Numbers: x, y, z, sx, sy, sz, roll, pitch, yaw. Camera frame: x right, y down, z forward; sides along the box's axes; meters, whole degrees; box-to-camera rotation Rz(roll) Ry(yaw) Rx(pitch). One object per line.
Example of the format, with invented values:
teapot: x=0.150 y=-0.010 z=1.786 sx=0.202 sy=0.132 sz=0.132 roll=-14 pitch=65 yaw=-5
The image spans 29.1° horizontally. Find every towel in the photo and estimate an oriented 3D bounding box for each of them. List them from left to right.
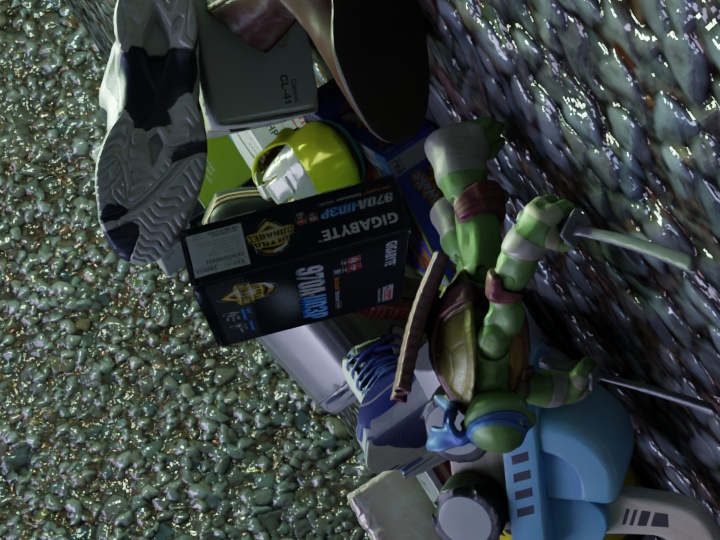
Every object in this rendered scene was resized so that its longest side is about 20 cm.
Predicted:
towel: x=0.107 y=0.260 z=1.374 sx=0.201 sy=0.190 sz=0.032 roll=57 pitch=150 yaw=4

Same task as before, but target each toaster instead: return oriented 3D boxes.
toaster: x=-0.014 y=0.039 z=1.278 sx=0.129 sy=0.200 sz=0.114 roll=50 pitch=135 yaw=0

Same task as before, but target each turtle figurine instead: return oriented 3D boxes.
turtle figurine: x=0.110 y=0.007 z=0.806 sx=0.144 sy=0.199 sz=0.195 roll=31 pitch=-146 yaw=-43

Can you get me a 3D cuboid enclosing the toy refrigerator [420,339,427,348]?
toy refrigerator: x=0.129 y=0.131 z=1.166 sx=0.201 sy=0.070 sz=0.076 roll=56 pitch=171 yaw=1

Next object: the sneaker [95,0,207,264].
sneaker: x=-0.154 y=-0.100 z=1.020 sx=0.130 sy=0.079 sz=0.201 roll=134 pitch=132 yaw=-81

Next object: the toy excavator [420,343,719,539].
toy excavator: x=0.153 y=0.142 z=0.887 sx=0.100 sy=0.198 sz=0.196 roll=-45 pitch=-49 yaw=-59

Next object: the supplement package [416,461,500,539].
supplement package: x=0.112 y=0.181 z=1.292 sx=0.201 sy=0.113 sz=0.110 roll=57 pitch=173 yaw=-6

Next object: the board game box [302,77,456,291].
board game box: x=0.028 y=-0.068 z=1.088 sx=0.135 sy=0.045 sz=0.200 roll=61 pitch=171 yaw=-26

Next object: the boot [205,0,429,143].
boot: x=-0.040 y=-0.162 z=0.926 sx=0.200 sy=0.064 sz=0.188 roll=-9 pitch=101 yaw=64

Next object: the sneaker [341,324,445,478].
sneaker: x=0.021 y=0.101 z=1.140 sx=0.116 sy=0.080 sz=0.199 roll=58 pitch=-178 yaw=19

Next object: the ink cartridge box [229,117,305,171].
ink cartridge box: x=-0.092 y=-0.156 z=1.368 sx=0.117 sy=0.068 sz=0.200 roll=56 pitch=171 yaw=1

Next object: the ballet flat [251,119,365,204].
ballet flat: x=-0.049 y=-0.078 z=1.100 sx=0.067 sy=0.067 sz=0.200 roll=59 pitch=171 yaw=-12

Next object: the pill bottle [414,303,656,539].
pill bottle: x=0.126 y=0.129 z=1.021 sx=0.201 sy=0.114 sz=0.114 roll=58 pitch=171 yaw=-12

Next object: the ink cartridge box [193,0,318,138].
ink cartridge box: x=-0.099 y=-0.187 z=1.108 sx=0.200 sy=0.085 sz=0.149 roll=-166 pitch=64 yaw=-79

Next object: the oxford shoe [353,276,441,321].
oxford shoe: x=0.000 y=0.000 z=1.176 sx=0.070 sy=0.198 sz=0.076 roll=134 pitch=142 yaw=-75

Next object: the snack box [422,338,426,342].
snack box: x=0.056 y=0.135 z=1.520 sx=0.201 sy=0.067 sz=0.169 roll=63 pitch=173 yaw=11

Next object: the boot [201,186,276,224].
boot: x=-0.054 y=-0.011 z=1.401 sx=0.198 sy=0.078 sz=0.139 roll=15 pitch=-157 yaw=-26

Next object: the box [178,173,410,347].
box: x=-0.046 y=-0.002 z=1.043 sx=0.200 sy=0.157 sz=0.046 roll=93 pitch=162 yaw=-75

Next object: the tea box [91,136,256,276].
tea box: x=-0.190 y=-0.116 z=1.633 sx=0.134 sy=0.196 sz=0.200 roll=55 pitch=171 yaw=6
